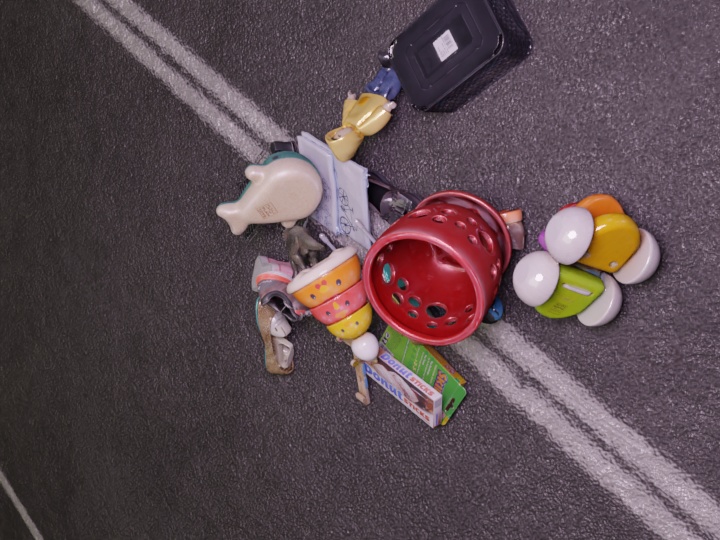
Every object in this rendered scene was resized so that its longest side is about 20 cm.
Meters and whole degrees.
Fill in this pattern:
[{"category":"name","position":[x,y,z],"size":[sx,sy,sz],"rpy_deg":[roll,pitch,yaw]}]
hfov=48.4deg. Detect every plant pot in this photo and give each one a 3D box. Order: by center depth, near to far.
[{"category":"plant pot","position":[0.127,-0.012,1.248],"size":[0.200,0.183,0.201],"rpy_deg":[14,125,22]}]

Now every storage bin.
[{"category":"storage bin","position":[0.158,-0.358,1.296],"size":[0.200,0.094,0.136],"rpy_deg":[-33,76,40]}]

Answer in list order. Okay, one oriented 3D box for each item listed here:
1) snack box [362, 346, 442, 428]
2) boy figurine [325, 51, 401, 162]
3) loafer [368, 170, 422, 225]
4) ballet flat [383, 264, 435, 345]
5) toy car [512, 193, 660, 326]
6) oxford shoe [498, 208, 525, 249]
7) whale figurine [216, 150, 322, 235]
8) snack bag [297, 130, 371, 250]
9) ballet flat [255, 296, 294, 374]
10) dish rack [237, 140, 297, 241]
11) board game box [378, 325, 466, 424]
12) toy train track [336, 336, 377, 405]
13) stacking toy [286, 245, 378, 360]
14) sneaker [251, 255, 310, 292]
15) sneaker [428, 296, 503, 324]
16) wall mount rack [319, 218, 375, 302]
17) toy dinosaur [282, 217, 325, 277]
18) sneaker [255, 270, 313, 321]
[{"category":"snack box","position":[0.073,0.205,1.475],"size":[0.200,0.024,0.072],"rpy_deg":[35,141,39]},{"category":"boy figurine","position":[0.007,-0.284,1.404],"size":[0.200,0.064,0.124],"rpy_deg":[-54,43,-2]},{"category":"loafer","position":[0.044,-0.122,1.436],"size":[0.200,0.063,0.072],"rpy_deg":[40,116,41]},{"category":"ballet flat","position":[0.072,0.039,1.390],"size":[0.063,0.068,0.201],"rpy_deg":[125,128,-63]},{"category":"toy car","position":[0.321,-0.024,1.188],"size":[0.200,0.174,0.150],"rpy_deg":[-59,26,32]},{"category":"oxford shoe","position":[0.183,-0.050,1.345],"size":[0.199,0.071,0.073],"rpy_deg":[-9,96,41]},{"category":"whale figurine","position":[-0.169,-0.146,1.492],"size":[0.199,0.159,0.104],"rpy_deg":[-27,42,11]},{"category":"snack bag","position":[-0.047,-0.143,1.501],"size":[0.200,0.021,0.189],"rpy_deg":[36,143,39]},{"category":"ballet flat","position":[-0.170,0.136,1.672],"size":[0.065,0.071,0.201],"rpy_deg":[14,131,26]},{"category":"dish rack","position":[-0.192,-0.157,1.639],"size":[0.200,0.054,0.154],"rpy_deg":[-43,48,43]},{"category":"board game box","position":[0.112,0.182,1.475],"size":[0.200,0.030,0.096],"rpy_deg":[48,127,28]},{"category":"toy train track","position":[-0.011,0.181,1.529],"size":[0.115,0.032,0.201],"rpy_deg":[31,140,44]},{"category":"stacking toy","position":[-0.024,0.069,1.419],"size":[0.146,0.146,0.200],"rpy_deg":[-29,95,40]},{"category":"sneaker","position":[-0.161,0.017,1.659],"size":[0.200,0.104,0.076],"rpy_deg":[-168,89,-70]},{"category":"sneaker","position":[0.165,0.060,1.384],"size":[0.200,0.073,0.082],"rpy_deg":[25,117,47]},{"category":"wall mount rack","position":[0.000,0.000,1.495],"size":[0.200,0.074,0.175],"rpy_deg":[-18,81,50]},{"category":"toy dinosaur","position":[-0.114,-0.046,1.532],"size":[0.200,0.077,0.103],"rpy_deg":[-174,63,-84]},{"category":"sneaker","position":[-0.115,0.071,1.544],"size":[0.077,0.199,0.082],"rpy_deg":[-43,37,42]}]
